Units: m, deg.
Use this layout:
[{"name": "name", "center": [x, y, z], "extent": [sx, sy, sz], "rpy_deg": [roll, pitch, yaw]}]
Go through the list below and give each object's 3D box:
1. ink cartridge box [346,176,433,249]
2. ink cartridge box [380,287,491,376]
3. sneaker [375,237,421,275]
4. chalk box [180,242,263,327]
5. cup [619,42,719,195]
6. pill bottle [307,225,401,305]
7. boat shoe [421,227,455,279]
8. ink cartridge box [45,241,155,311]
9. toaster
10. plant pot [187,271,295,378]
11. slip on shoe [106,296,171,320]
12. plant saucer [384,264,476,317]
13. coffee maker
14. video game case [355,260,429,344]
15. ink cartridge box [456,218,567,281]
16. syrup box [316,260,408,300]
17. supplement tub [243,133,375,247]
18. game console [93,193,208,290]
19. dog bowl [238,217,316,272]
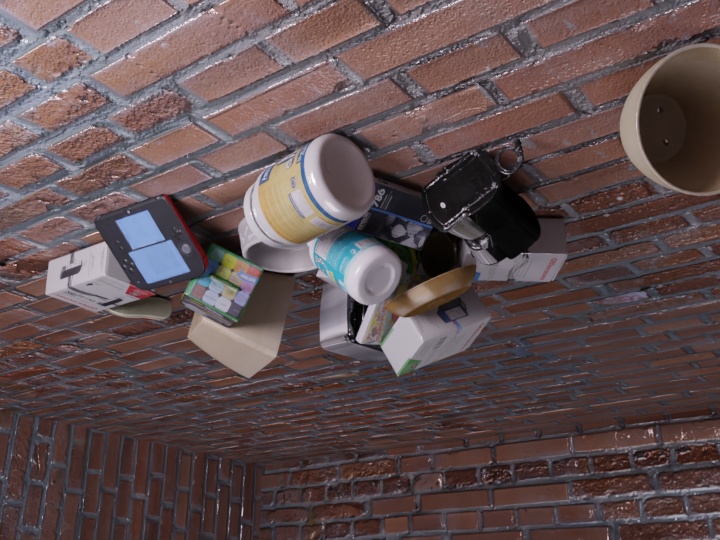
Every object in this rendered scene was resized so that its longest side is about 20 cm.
[{"name": "ink cartridge box", "center": [0.048, -0.108, 1.499], "extent": [0.199, 0.039, 0.100], "rpy_deg": [14, 113, -30]}, {"name": "ink cartridge box", "center": [0.162, 0.130, 1.776], "extent": [0.199, 0.088, 0.146], "rpy_deg": [-14, 151, -32]}, {"name": "sneaker", "center": [0.070, -0.060, 1.645], "extent": [0.083, 0.075, 0.200], "rpy_deg": [1, 149, 23]}, {"name": "chalk box", "center": [-0.283, 0.029, 1.695], "extent": [0.124, 0.125, 0.200], "rpy_deg": [29, 164, -11]}, {"name": "cup", "center": [0.449, -0.206, 1.172], "extent": [0.198, 0.202, 0.143], "rpy_deg": [4, -177, -10]}, {"name": "pill bottle", "center": [-0.021, -0.028, 1.528], "extent": [0.110, 0.111, 0.200], "rpy_deg": [25, -170, -45]}, {"name": "boat shoe", "center": [0.161, -0.025, 1.724], "extent": [0.071, 0.066, 0.202], "rpy_deg": [-15, 140, 4]}, {"name": "ink cartridge box", "center": [-0.564, 0.016, 1.804], "extent": [0.199, 0.084, 0.144], "rpy_deg": [-14, 154, 31]}, {"name": "toaster", "center": [0.004, 0.103, 1.879], "extent": [0.199, 0.182, 0.118], "rpy_deg": [20, 152, -39]}, {"name": "plant pot", "center": [-0.282, 0.106, 1.894], "extent": [0.176, 0.202, 0.200], "rpy_deg": [21, 151, -18]}, {"name": "slip on shoe", "center": [-0.551, 0.083, 1.987], "extent": [0.061, 0.075, 0.199], "rpy_deg": [-17, 157, 41]}, {"name": "plant saucer", "center": [0.143, 0.047, 1.614], "extent": [0.199, 0.036, 0.200], "rpy_deg": [-23, 169, -5]}, {"name": "coffee maker", "center": [0.234, -0.108, 1.440], "extent": [0.191, 0.136, 0.200], "rpy_deg": [-15, 153, 31]}, {"name": "video game case", "center": [0.094, 0.070, 1.793], "extent": [0.181, 0.201, 0.023], "rpy_deg": [7, -159, -43]}, {"name": "ink cartridge box", "center": [0.299, -0.041, 1.661], "extent": [0.198, 0.085, 0.145], "rpy_deg": [2, 158, -1]}, {"name": "syrup box", "center": [0.000, 0.000, 1.663], "extent": [0.081, 0.079, 0.199], "rpy_deg": [30, 169, -29]}, {"name": "supplement tub", "center": [-0.088, -0.127, 1.383], "extent": [0.144, 0.146, 0.199], "rpy_deg": [20, 150, -39]}, {"name": "game console", "center": [-0.405, -0.050, 1.607], "extent": [0.199, 0.031, 0.178], "rpy_deg": [-14, 120, 29]}, {"name": "dog bowl", "center": [-0.149, -0.054, 1.669], "extent": [0.198, 0.059, 0.200], "rpy_deg": [1, 156, 0]}]
